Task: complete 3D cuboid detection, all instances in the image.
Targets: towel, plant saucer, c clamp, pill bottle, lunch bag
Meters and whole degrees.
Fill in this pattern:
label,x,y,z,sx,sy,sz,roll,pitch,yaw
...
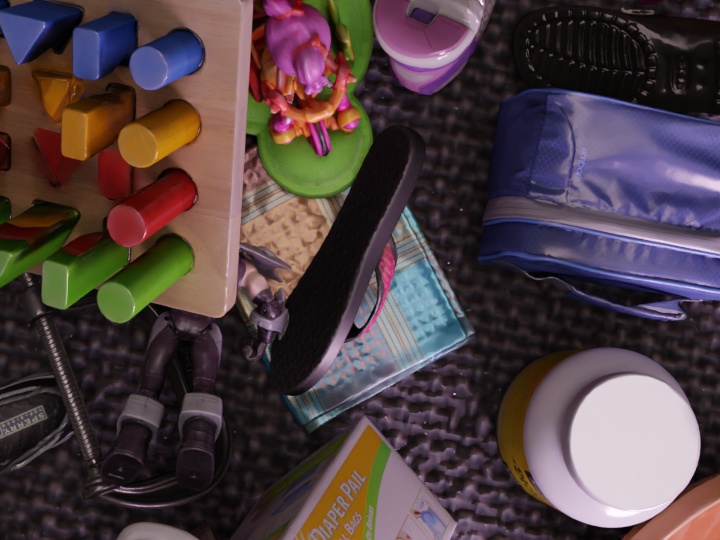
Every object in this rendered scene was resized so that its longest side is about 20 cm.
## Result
label,x,y,z,sx,sy,sz,roll,pitch,yaw
towel,-0.024,-0.004,0.973,0.145,0.022,0.202,-29,93,-5
plant saucer,0.220,0.209,0.935,0.200,0.201,0.032,-38,50,-4
c clamp,-0.176,0.074,0.916,0.170,0.027,0.202,-21,82,-41
pill bottle,0.155,0.108,0.899,0.110,0.200,0.114,0,86,-3
lunch bag,0.183,-0.038,0.936,0.197,0.136,0.134,11,90,-7

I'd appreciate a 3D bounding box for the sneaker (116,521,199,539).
label,x,y,z,sx,sy,sz,roll,pitch,yaw
sneaker,-0.125,0.247,0.762,0.079,0.088,0.203,5,109,19

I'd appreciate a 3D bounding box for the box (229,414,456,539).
label,x,y,z,sx,sy,sz,roll,pitch,yaw
box,-0.030,0.201,0.871,0.112,0.200,0.102,-39,95,28

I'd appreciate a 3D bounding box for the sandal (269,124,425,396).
label,x,y,z,sx,sy,sz,roll,pitch,yaw
sandal,0.000,0.000,0.932,0.045,0.075,0.202,26,92,-35

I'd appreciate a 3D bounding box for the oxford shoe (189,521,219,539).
label,x,y,z,sx,sy,sz,roll,pitch,yaw
oxford shoe,-0.055,0.258,0.949,0.199,0.071,0.073,40,83,-4

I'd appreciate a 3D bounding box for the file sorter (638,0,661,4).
label,x,y,z,sx,sy,sz,roll,pitch,yaw
file sorter,0.280,-0.264,0.913,0.123,0.200,0.141,1,90,-8

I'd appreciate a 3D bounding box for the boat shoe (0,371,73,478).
label,x,y,z,sx,sy,sz,roll,pitch,yaw
boat shoe,-0.281,0.131,0.926,0.197,0.068,0.075,-21,92,-5

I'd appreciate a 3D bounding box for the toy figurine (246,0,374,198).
label,x,y,z,sx,sy,sz,roll,pitch,yaw
toy figurine,-0.052,-0.154,0.877,0.148,0.184,0.202,-21,86,-4

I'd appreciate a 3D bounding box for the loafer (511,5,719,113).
label,x,y,z,sx,sy,sz,roll,pitch,yaw
loafer,0.206,-0.148,0.976,0.197,0.071,0.074,11,110,9

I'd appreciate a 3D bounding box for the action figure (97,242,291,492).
label,x,y,z,sx,sy,sz,roll,pitch,yaw
action figure,-0.115,0.042,0.901,0.128,0.070,0.202,11,58,-1

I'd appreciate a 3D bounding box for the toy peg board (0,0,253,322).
label,x,y,z,sx,sy,sz,roll,pitch,yaw
toy peg board,-0.176,-0.072,0.805,0.197,0.098,0.202,12,114,15

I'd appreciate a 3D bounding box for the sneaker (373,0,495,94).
label,x,y,z,sx,sy,sz,roll,pitch,yaw
sneaker,0.067,-0.205,0.950,0.080,0.089,0.202,22,66,12
